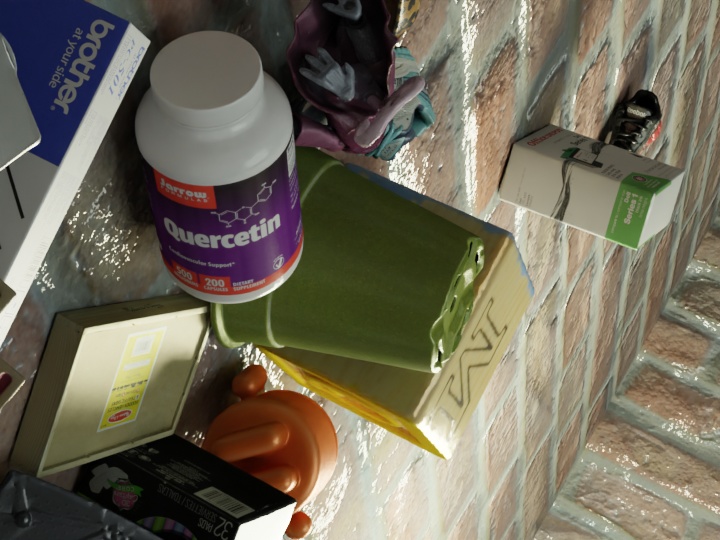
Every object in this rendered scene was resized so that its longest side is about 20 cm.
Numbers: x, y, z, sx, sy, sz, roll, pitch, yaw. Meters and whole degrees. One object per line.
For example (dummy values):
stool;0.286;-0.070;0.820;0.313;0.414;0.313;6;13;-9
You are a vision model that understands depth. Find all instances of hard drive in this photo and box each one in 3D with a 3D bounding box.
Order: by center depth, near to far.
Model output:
hard drive;-0.209;0.243;1.085;0.135;0.200;0.042;-59;-158;-5

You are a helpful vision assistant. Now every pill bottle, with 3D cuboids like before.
pill bottle;-0.102;-0.074;1.055;0.113;0.112;0.200;-52;156;-30

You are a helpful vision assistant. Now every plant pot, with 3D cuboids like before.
plant pot;0.000;0.000;1.244;0.200;0.189;0.201;18;90;-75

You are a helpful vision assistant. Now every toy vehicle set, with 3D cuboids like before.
toy vehicle set;-0.190;0.086;1.147;0.200;0.026;0.125;-8;121;-66

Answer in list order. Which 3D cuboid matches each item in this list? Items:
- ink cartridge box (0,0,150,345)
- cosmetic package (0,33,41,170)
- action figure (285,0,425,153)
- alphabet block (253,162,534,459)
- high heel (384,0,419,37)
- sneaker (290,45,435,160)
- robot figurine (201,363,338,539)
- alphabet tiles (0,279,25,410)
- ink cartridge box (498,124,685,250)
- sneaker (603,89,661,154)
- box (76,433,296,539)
ink cartridge box;-0.208;-0.065;0.823;0.201;0.094;0.044;-64;171;-2
cosmetic package;-0.259;-0.060;0.691;0.200;0.090;0.107;-48;135;-42
action figure;0.003;-0.139;1.098;0.134;0.149;0.200;-43;161;-13
alphabet block;0.037;0.044;1.426;0.201;0.195;0.196;-62;158;-10
high heel;0.003;-0.222;1.202;0.200;0.071;0.143;-46;152;-52
sneaker;0.007;-0.135;1.247;0.078;0.087;0.200;-34;178;38
robot figurine;-0.083;0.174;1.362;0.117;0.144;0.200;-54;174;5
alphabet tiles;-0.276;0.053;0.738;0.200;0.166;0.006;-54;-165;-26
ink cartridge box;0.300;-0.112;1.886;0.146;0.199;0.085;-30;138;-58
sneaker;0.410;-0.203;2.236;0.201;0.071;0.098;-55;158;-31
box;-0.171;0.259;1.221;0.201;0.148;0.124;-68;161;9
